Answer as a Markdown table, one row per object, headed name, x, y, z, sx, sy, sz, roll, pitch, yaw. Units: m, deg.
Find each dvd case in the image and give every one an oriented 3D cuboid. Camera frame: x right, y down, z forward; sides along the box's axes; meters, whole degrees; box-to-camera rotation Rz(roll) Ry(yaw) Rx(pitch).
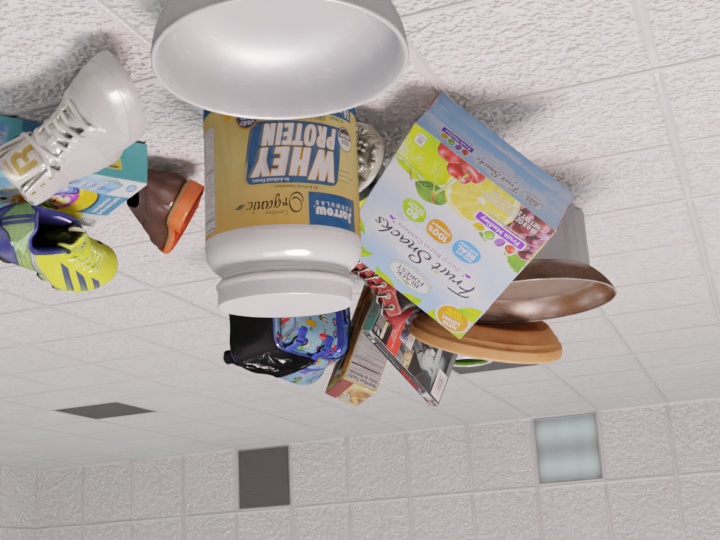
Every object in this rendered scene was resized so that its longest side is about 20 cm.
| name | x | y | z | sx | sy | sz | roll | pitch | yaw |
| --- | --- | --- | --- | --- | --- | --- | --- | --- | --- |
| dvd case | 0.081 | 0.075 | 1.482 | 0.022 | 0.147 | 0.200 | 3 | 148 | 39 |

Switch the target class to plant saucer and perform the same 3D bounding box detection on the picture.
| name | x | y | z | sx | sy | sz | roll | pitch | yaw |
| --- | --- | --- | --- | --- | --- | --- | --- | --- | --- |
| plant saucer | 0.161 | 0.076 | 1.375 | 0.197 | 0.038 | 0.200 | 9 | -172 | -1 |
| plant saucer | 0.192 | 0.023 | 1.234 | 0.197 | 0.033 | 0.200 | -4 | 163 | -1 |

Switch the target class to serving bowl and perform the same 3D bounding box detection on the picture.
| name | x | y | z | sx | sy | sz | roll | pitch | yaw |
| --- | --- | --- | --- | --- | --- | --- | --- | --- | --- |
| serving bowl | -0.062 | -0.187 | 0.826 | 0.197 | 0.067 | 0.200 | -3 | 165 | -1 |

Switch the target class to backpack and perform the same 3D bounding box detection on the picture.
| name | x | y | z | sx | sy | sz | roll | pitch | yaw |
| --- | --- | --- | --- | --- | --- | --- | --- | --- | --- |
| backpack | -0.081 | 0.057 | 1.439 | 0.133 | 0.185 | 0.199 | -21 | 151 | 31 |

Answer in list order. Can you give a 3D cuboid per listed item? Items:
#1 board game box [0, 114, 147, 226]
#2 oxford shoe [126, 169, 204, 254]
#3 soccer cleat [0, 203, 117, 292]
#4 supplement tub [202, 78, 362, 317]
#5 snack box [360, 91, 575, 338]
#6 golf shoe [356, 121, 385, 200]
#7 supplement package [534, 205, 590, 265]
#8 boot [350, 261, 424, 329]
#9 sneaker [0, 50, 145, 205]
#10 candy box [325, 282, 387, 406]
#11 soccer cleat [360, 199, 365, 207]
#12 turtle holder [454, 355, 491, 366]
| name | x | y | z | sx | sy | sz | roll | pitch | yaw |
| --- | --- | --- | --- | --- | --- | --- | --- | --- | --- |
| board game box | -0.340 | -0.101 | 1.102 | 0.198 | 0.048 | 0.150 | 8 | 160 | -34 |
| oxford shoe | -0.225 | -0.074 | 1.219 | 0.072 | 0.072 | 0.200 | 29 | 160 | -8 |
| soccer cleat | -0.313 | -0.022 | 1.151 | 0.083 | 0.066 | 0.200 | -11 | 163 | 21 |
| supplement tub | -0.071 | -0.067 | 0.976 | 0.142 | 0.203 | 0.145 | -3 | 169 | -1 |
| snack box | 0.091 | -0.049 | 1.077 | 0.168 | 0.068 | 0.201 | 37 | 139 | 2 |
| golf shoe | -0.009 | -0.110 | 1.130 | 0.096 | 0.079 | 0.200 | -18 | 175 | -28 |
| supplement package | 0.190 | -0.028 | 1.325 | 0.116 | 0.119 | 0.199 | -14 | 160 | 33 |
| boot | 0.000 | 0.000 | 1.337 | 0.197 | 0.147 | 0.072 | 1 | 164 | -12 |
| sneaker | -0.260 | -0.113 | 0.947 | 0.115 | 0.074 | 0.200 | -36 | 179 | -26 |
| candy box | 0.017 | 0.081 | 1.512 | 0.055 | 0.202 | 0.115 | 22 | 160 | -7 |
| soccer cleat | 0.002 | -0.058 | 1.245 | 0.197 | 0.085 | 0.065 | -6 | 164 | 11 |
| turtle holder | 0.169 | 0.081 | 1.668 | 0.139 | 0.134 | 0.185 | -12 | 162 | 26 |
